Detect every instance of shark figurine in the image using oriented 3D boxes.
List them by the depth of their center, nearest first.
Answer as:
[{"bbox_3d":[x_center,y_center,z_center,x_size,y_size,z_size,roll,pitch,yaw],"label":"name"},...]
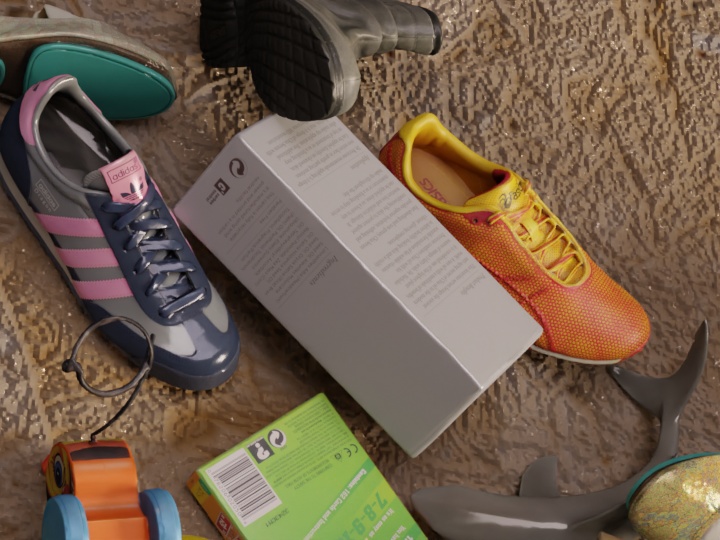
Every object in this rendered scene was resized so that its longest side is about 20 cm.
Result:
[{"bbox_3d":[0.150,0.127,1.279,0.214,0.090,0.128,-30,80,-30],"label":"shark figurine"}]

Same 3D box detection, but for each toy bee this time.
[{"bbox_3d":[-0.133,0.132,1.158,0.131,0.109,0.200,21,82,-21],"label":"toy bee"}]

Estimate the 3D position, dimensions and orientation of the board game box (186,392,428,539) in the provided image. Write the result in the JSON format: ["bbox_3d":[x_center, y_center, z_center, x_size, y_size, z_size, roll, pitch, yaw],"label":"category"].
[{"bbox_3d":[-0.002,0.173,1.223,0.096,0.030,0.200,-30,77,-32],"label":"board game box"}]

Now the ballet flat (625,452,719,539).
[{"bbox_3d":[0.226,0.146,1.265,0.200,0.071,0.071,14,53,-54],"label":"ballet flat"}]

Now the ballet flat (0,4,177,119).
[{"bbox_3d":[-0.202,-0.132,1.275,0.200,0.067,0.062,5,53,-21],"label":"ballet flat"}]

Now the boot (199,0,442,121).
[{"bbox_3d":[-0.007,-0.140,1.301,0.131,0.200,0.068,-6,109,-22],"label":"boot"}]

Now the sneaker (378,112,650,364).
[{"bbox_3d":[0.092,-0.014,1.324,0.200,0.077,0.073,36,57,2],"label":"sneaker"}]

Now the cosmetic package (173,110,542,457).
[{"bbox_3d":[0.000,0.000,1.269,0.200,0.071,0.101,46,31,5],"label":"cosmetic package"}]

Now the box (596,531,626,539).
[{"bbox_3d":[0.168,0.219,1.147,0.121,0.032,0.200,18,31,5],"label":"box"}]

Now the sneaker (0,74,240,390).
[{"bbox_3d":[-0.134,-0.022,1.234,0.070,0.082,0.200,-37,83,-34],"label":"sneaker"}]
